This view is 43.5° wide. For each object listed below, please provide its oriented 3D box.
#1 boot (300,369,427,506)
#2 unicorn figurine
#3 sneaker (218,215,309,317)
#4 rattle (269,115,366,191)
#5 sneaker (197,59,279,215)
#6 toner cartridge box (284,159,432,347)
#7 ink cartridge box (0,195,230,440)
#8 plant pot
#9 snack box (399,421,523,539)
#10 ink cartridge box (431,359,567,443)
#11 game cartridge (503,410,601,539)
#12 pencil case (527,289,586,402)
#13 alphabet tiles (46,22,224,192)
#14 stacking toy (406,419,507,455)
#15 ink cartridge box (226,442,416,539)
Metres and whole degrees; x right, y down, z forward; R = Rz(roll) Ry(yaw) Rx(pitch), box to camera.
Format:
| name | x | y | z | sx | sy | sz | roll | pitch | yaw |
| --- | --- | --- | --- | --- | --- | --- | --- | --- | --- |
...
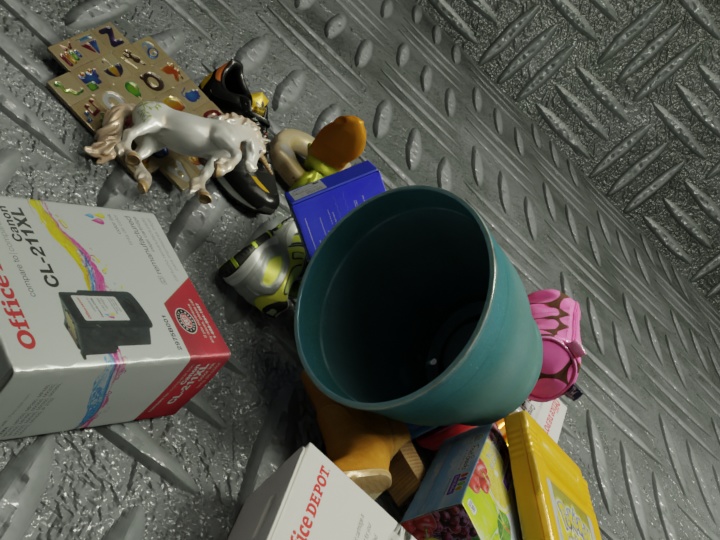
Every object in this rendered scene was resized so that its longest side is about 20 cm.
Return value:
| name | x | y | z | sx | sy | sz | roll | pitch | yaw |
| --- | --- | --- | --- | --- | --- | --- | --- | --- | --- |
| boot | -0.020 | 0.147 | 0.815 | 0.144 | 0.071 | 0.201 | 54 | 18 | 26 |
| unicorn figurine | -0.165 | -0.125 | 0.913 | 0.198 | 0.074 | 0.138 | 25 | 38 | -20 |
| sneaker | -0.077 | -0.010 | 0.959 | 0.077 | 0.075 | 0.200 | 54 | 33 | -5 |
| rattle | -0.032 | -0.175 | 1.202 | 0.130 | 0.144 | 0.200 | 33 | 27 | 13 |
| sneaker | -0.136 | -0.160 | 1.049 | 0.070 | 0.090 | 0.201 | 12 | 42 | -53 |
| toner cartridge box | 0.000 | 0.000 | 0.917 | 0.043 | 0.094 | 0.202 | -124 | -166 | -66 |
| ink cartridge box | -0.209 | 0.031 | 0.637 | 0.199 | 0.083 | 0.146 | 3 | 50 | -59 |
| plant pot | 0.072 | 0.056 | 0.829 | 0.188 | 0.199 | 0.201 | 36 | 24 | -48 |
| snack box | 0.126 | 0.264 | 0.816 | 0.202 | 0.067 | 0.169 | 64 | 23 | -6 |
| ink cartridge box | 0.147 | 0.138 | 1.084 | 0.200 | 0.086 | 0.148 | 48 | 23 | 3 |
| game cartridge | 0.194 | 0.255 | 0.843 | 0.176 | 0.032 | 0.202 | 45 | 33 | -45 |
| pencil case | 0.225 | 0.083 | 1.080 | 0.091 | 0.094 | 0.200 | 46 | 20 | -5 |
| alphabet tiles | -0.230 | -0.176 | 0.960 | 0.200 | 0.006 | 0.167 | 46 | 40 | -3 |
| stacking toy | 0.139 | 0.210 | 0.962 | 0.201 | 0.109 | 0.116 | 59 | 23 | -2 |
| ink cartridge box | -0.008 | 0.247 | 0.646 | 0.200 | 0.084 | 0.146 | 43 | 24 | -8 |
